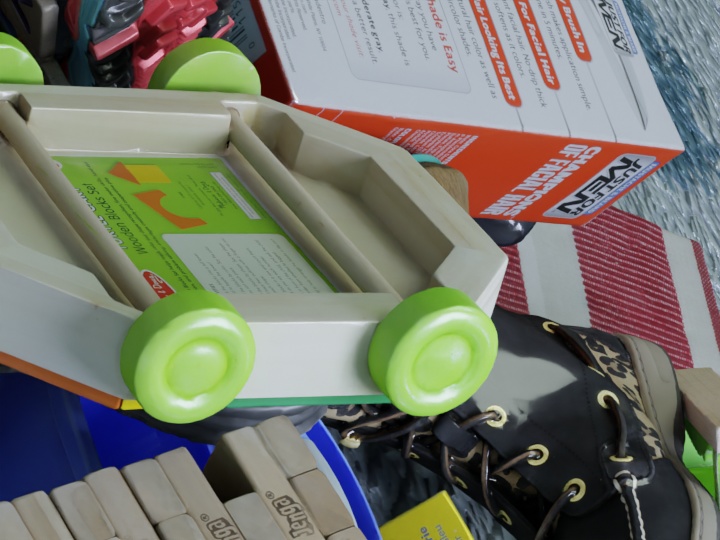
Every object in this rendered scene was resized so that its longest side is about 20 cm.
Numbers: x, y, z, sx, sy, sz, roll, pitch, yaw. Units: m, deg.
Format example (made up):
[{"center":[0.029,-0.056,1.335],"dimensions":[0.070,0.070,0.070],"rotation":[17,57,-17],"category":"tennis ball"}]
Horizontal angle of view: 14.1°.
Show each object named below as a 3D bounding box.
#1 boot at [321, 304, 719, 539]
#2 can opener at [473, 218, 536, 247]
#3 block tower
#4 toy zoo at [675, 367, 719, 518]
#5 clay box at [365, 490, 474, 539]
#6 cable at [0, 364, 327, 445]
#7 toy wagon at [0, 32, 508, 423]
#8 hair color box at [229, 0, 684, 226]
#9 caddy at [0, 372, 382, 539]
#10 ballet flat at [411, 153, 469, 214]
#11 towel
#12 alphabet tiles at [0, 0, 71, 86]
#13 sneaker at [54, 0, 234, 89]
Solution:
[{"center":[0.044,0.063,1.024],"dimensions":[0.150,0.073,0.200],"rotation":[24,30,-14],"category":"boot"},{"center":[-0.004,-0.088,1.154],"dimensions":[0.200,0.063,0.079],"rotation":[36,17,-2],"category":"can opener"},{"center":[-0.085,0.091,0.679],"dimensions":[0.199,0.054,0.058],"rotation":[-17,61,-35],"category":"block tower"},{"center":[0.137,0.144,1.079],"dimensions":[0.131,0.020,0.201],"rotation":[-105,-170,-83],"category":"toy zoo"},{"center":[0.056,0.174,0.916],"dimensions":[0.200,0.047,0.115],"rotation":[60,-8,13],"category":"clay box"},{"center":[-0.110,0.022,0.757],"dimensions":[0.199,0.050,0.097],"rotation":[2,36,-27],"category":"cable"},{"center":[-0.063,-0.012,0.750],"dimensions":[0.199,0.040,0.155],"rotation":[-1,30,-30],"category":"toy wagon"},{"center":[0.015,-0.081,1.042],"dimensions":[0.199,0.064,0.111],"rotation":[4,58,-43],"category":"hair color box"},{"center":[-0.043,0.094,0.811],"dimensions":[0.141,0.105,0.201],"rotation":[25,36,-52],"category":"caddy"},{"center":[0.000,0.000,0.927],"dimensions":[0.072,0.068,0.200],"rotation":[55,13,15],"category":"ballet flat"},{"center":[0.061,0.002,1.181],"dimensions":[0.199,0.023,0.144],"rotation":[21,34,-19],"category":"towel"},{"center":[-0.114,-0.072,0.906],"dimensions":[0.200,0.008,0.167],"rotation":[60,-17,14],"category":"alphabet tiles"},{"center":[-0.084,-0.104,0.874],"dimensions":[0.079,0.200,0.096],"rotation":[-40,85,-24],"category":"sneaker"}]
